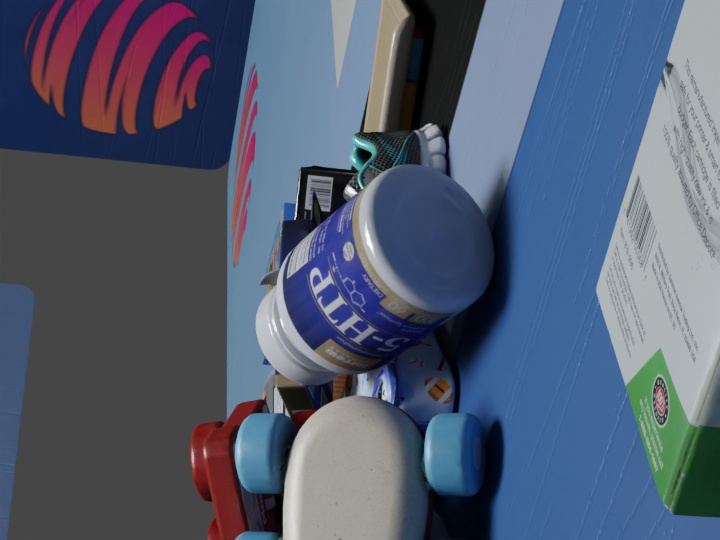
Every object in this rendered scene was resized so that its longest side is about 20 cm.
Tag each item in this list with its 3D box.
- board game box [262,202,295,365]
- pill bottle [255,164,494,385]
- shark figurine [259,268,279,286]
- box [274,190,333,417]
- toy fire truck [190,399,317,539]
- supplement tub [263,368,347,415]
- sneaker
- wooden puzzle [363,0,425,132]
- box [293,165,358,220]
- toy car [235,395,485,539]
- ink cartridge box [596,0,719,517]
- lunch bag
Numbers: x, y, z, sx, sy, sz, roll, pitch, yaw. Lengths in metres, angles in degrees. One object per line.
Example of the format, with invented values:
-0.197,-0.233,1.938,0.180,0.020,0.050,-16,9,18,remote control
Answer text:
-0.102,0.023,2.387,0.200,0.044,0.153,112,160,-60,board game box
0.003,0.013,1.340,0.200,0.119,0.121,-39,43,48,pill bottle
-0.085,0.042,2.157,0.128,0.089,0.217,-113,32,-74,shark figurine
-0.047,0.042,1.535,0.121,0.032,0.202,71,-162,-57,box
-0.084,0.209,1.391,0.168,0.111,0.202,-52,-46,-74,toy fire truck
-0.035,0.165,1.666,0.123,0.121,0.202,108,165,-53,supplement tub
0.030,-0.052,1.478,0.201,0.090,0.078,-96,14,-50,sneaker
0.033,-0.186,1.725,0.200,0.037,0.187,-96,13,-67,wooden puzzle
-0.033,-0.007,1.812,0.141,0.078,0.202,-77,-7,-85,box
0.018,0.198,1.325,0.200,0.182,0.179,38,-127,-67,toy car
0.165,-0.026,0.663,0.147,0.082,0.201,-96,14,-52,ink cartridge box
0.026,0.140,1.457,0.161,0.075,0.202,-107,23,-61,lunch bag
